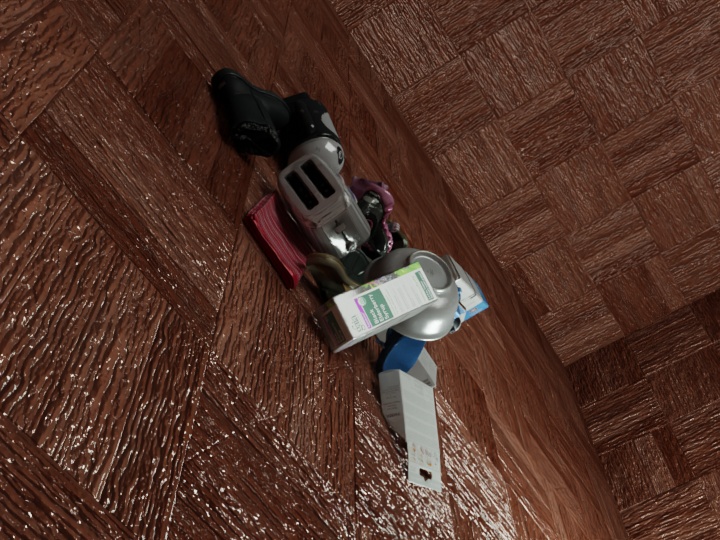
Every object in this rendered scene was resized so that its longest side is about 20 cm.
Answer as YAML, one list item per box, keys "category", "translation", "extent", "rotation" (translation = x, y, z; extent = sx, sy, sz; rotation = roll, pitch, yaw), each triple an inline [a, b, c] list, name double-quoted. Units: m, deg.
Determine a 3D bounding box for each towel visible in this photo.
- category: "towel"
  translation: [-0.134, -0.058, 1.493]
  extent: [0.145, 0.022, 0.200]
  rotation: [58, 15, -12]

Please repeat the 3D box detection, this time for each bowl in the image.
- category: "bowl"
  translation: [0.112, 0.026, 1.639]
  extent: [0.200, 0.090, 0.202]
  rotation: [20, 42, -19]

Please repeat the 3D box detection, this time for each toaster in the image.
- category: "toaster"
  translation: [-0.072, -0.122, 1.576]
  extent: [0.200, 0.113, 0.129]
  rotation: [55, -4, 33]

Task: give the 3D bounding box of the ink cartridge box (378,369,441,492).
- category: "ink cartridge box"
  translation: [0.092, 0.295, 1.575]
  extent: [0.160, 0.047, 0.201]
  rotation: [37, 45, -57]

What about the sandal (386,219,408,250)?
- category: "sandal"
  translation: [0.050, -0.080, 1.942]
  extent: [0.057, 0.080, 0.201]
  rotation: [8, 25, -39]

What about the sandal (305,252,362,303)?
- category: "sandal"
  translation: [-0.039, 0.040, 1.532]
  extent: [0.200, 0.080, 0.054]
  rotation: [51, 42, -46]

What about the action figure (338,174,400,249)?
- category: "action figure"
  translation: [-0.004, -0.116, 1.852]
  extent: [0.149, 0.134, 0.201]
  rotation: [25, 49, -20]

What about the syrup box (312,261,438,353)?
- category: "syrup box"
  translation: [0.027, 0.062, 1.485]
  extent: [0.200, 0.081, 0.079]
  rotation: [-22, 80, -36]

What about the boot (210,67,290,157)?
- category: "boot"
  translation: [-0.185, -0.269, 1.606]
  extent: [0.200, 0.076, 0.168]
  rotation: [29, 30, -51]

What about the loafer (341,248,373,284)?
- category: "loafer"
  translation: [0.000, 0.000, 1.717]
  extent: [0.200, 0.072, 0.063]
  rotation: [32, 4, -26]

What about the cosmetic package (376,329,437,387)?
- category: "cosmetic package"
  translation: [0.084, 0.149, 1.768]
  extent: [0.200, 0.051, 0.083]
  rotation: [56, 19, -15]

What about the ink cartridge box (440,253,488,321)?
- category: "ink cartridge box"
  translation: [0.210, 0.061, 2.162]
  extent: [0.200, 0.146, 0.086]
  rotation: [41, 23, -52]

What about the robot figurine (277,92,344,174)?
- category: "robot figurine"
  translation: [-0.107, -0.268, 1.771]
  extent: [0.150, 0.125, 0.200]
  rotation: [14, 46, -48]

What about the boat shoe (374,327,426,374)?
- category: "boat shoe"
  translation: [0.081, 0.138, 1.673]
  extent: [0.200, 0.068, 0.084]
  rotation: [-45, 124, -41]

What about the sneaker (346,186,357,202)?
- category: "sneaker"
  translation: [-0.065, -0.140, 1.751]
  extent: [0.147, 0.080, 0.201]
  rotation: [54, 22, -46]

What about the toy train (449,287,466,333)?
- category: "toy train"
  translation: [0.163, 0.061, 1.858]
  extent: [0.200, 0.086, 0.115]
  rotation: [45, 31, -51]

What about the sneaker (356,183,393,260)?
- category: "sneaker"
  translation: [0.012, -0.076, 1.703]
  extent: [0.079, 0.095, 0.200]
  rotation: [25, -34, 22]
